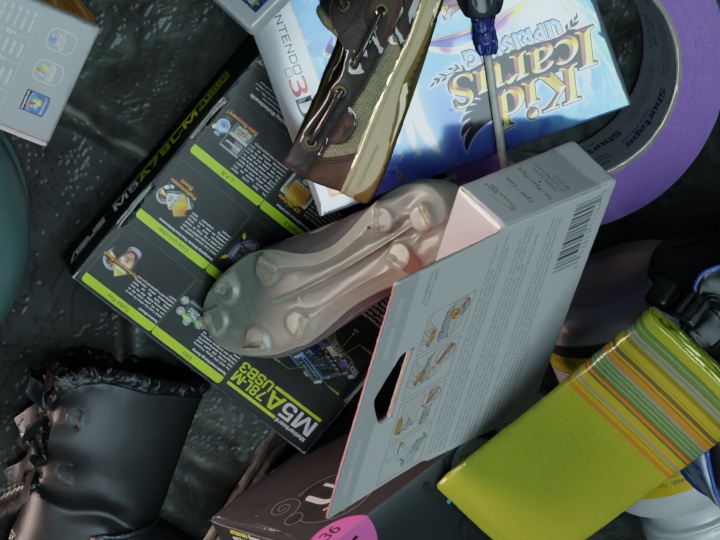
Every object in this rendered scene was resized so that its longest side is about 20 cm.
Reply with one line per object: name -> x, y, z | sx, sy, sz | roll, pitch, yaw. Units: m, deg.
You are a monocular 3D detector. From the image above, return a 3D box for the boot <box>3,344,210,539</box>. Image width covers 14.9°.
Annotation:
boot -> -0.132, 0.140, 1.740 | 0.198, 0.073, 0.163 | 11, 99, -20

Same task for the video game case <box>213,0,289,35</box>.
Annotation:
video game case -> -0.043, -0.254, 1.599 | 0.143, 0.018, 0.200 | 43, 86, 15

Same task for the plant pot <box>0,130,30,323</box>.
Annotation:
plant pot -> -0.285, -0.011, 1.610 | 0.200, 0.134, 0.201 | -5, 110, -14

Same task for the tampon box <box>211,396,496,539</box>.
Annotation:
tampon box -> 0.029, 0.207, 1.744 | 0.150, 0.126, 0.200 | -37, 116, -28

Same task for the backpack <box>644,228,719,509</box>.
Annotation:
backpack -> 0.261, 0.062, 1.660 | 0.200, 0.154, 0.191 | -9, 103, -8

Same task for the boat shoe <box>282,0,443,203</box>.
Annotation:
boat shoe -> 0.006, -0.139, 1.574 | 0.066, 0.072, 0.201 | 14, 105, -8

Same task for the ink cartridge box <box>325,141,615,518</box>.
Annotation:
ink cartridge box -> 0.051, 0.034, 1.598 | 0.176, 0.045, 0.200 | -24, 145, -35

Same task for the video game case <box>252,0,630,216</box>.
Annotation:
video game case -> 0.038, -0.150, 1.631 | 0.200, 0.045, 0.181 | -20, 102, 4

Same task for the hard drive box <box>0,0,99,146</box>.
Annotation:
hard drive box -> -0.262, -0.158, 1.555 | 0.200, 0.156, 0.077 | 21, 101, -21

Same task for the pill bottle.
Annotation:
pill bottle -> 0.195, 0.090, 1.783 | 0.111, 0.111, 0.200 | -26, 112, -5

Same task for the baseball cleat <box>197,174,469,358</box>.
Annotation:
baseball cleat -> 0.000, 0.000, 1.658 | 0.200, 0.106, 0.070 | -23, 84, 35

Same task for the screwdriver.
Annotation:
screwdriver -> 0.077, -0.110, 1.602 | 0.028, 0.029, 0.200 | -8, 102, 1

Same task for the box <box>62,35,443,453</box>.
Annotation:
box -> -0.049, -0.017, 1.718 | 0.200, 0.048, 0.193 | 38, 97, -22

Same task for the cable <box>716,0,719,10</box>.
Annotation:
cable -> 0.320, -0.185, 1.748 | 0.200, 0.069, 0.200 | -21, 111, -8

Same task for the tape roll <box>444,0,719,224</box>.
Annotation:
tape roll -> 0.125, -0.129, 1.716 | 0.200, 0.066, 0.200 | -4, 109, -12

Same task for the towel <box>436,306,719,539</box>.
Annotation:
towel -> 0.137, 0.102, 1.619 | 0.086, 0.018, 0.200 | 44, 126, -6
